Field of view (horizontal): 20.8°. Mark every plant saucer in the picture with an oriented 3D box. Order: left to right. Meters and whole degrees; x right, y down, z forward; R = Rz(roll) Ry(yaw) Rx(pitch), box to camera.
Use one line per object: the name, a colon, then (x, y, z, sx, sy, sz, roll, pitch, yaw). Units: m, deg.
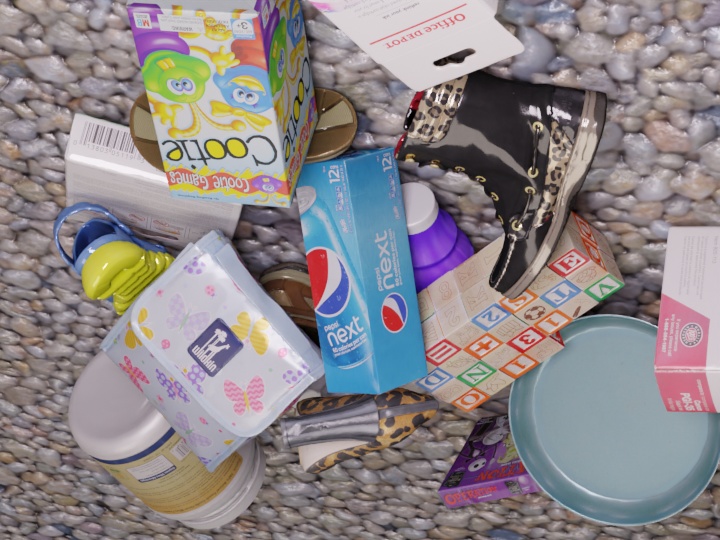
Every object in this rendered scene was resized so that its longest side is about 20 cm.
plant saucer: (0.233, 0.133, 1.774, 0.199, 0.027, 0.201, 6, 106, 20)

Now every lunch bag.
lunch bag: (-0.129, 0.070, 1.788, 0.170, 0.127, 0.200, 49, 144, 0)

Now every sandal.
sandal: (-0.229, -0.015, 1.817, 0.087, 0.079, 0.200, 48, 177, 12)
sandal: (-0.097, -0.115, 1.643, 0.199, 0.081, 0.054, -1, 170, 12)

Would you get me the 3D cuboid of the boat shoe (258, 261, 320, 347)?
boat shoe: (-0.018, 0.067, 1.890, 0.199, 0.074, 0.076, 27, 143, -22)

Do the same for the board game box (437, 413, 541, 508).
board game box: (0.181, 0.177, 1.958, 0.199, 0.120, 0.032, -16, 120, 37)

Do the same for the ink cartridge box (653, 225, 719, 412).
ink cartridge box: (0.357, 0.043, 1.655, 0.199, 0.147, 0.083, 1, 148, 19)

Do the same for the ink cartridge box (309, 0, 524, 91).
ink cartridge box: (0.025, -0.224, 1.419, 0.117, 0.068, 0.200, -17, 137, 38)

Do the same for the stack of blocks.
stack of blocks: (0.131, 0.034, 1.727, 0.200, 0.059, 0.115, -36, 140, 22)

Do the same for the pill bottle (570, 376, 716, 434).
pill bottle: (0.260, 0.112, 1.834, 0.199, 0.112, 0.111, -3, 146, 22)

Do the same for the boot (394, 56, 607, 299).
boot: (0.100, -0.079, 1.587, 0.150, 0.073, 0.200, 18, 127, -5)

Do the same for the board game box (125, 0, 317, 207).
board game box: (-0.102, -0.156, 1.508, 0.104, 0.103, 0.200, 5, 139, 12)

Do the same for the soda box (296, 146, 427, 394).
soda box: (0.000, 0.000, 1.661, 0.064, 0.201, 0.068, -2, -169, 42)

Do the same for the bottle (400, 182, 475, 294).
bottle: (0.063, -0.003, 1.760, 0.083, 0.066, 0.200, -7, 145, 12)

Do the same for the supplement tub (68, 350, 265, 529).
supplement tub: (-0.199, 0.173, 2.056, 0.144, 0.145, 0.200, -7, 143, 28)

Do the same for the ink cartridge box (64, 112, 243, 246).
ink cartridge box: (-0.186, -0.073, 1.772, 0.160, 0.050, 0.200, 15, 167, -4)

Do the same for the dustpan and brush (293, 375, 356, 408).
dustpan and brush: (-0.038, 0.116, 1.947, 0.139, 0.057, 0.200, 20, 162, -17)

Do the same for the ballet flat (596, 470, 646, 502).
ballet flat: (0.300, 0.183, 1.879, 0.069, 0.070, 0.200, -22, 178, 43)

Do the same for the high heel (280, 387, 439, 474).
high heel: (0.008, 0.144, 1.822, 0.142, 0.072, 0.200, -10, 174, 5)
